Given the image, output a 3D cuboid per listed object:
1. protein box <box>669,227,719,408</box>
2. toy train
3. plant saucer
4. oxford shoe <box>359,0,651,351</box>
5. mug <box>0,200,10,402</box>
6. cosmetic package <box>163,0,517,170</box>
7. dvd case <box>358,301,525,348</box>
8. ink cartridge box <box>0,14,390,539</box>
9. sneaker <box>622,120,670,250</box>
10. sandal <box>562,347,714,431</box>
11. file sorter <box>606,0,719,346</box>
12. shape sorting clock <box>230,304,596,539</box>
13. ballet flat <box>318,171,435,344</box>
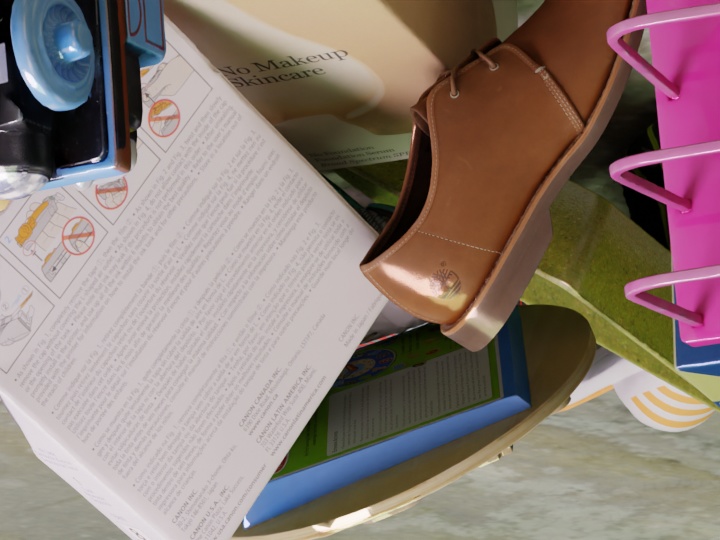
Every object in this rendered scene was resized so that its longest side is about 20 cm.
[{"bbox_3d":[0.240,-0.046,1.251,0.198,0.201,0.135,-10,156,24],"label":"protein box"},{"bbox_3d":[-0.118,-0.119,1.094,0.086,0.201,0.114,-12,166,26],"label":"toy train"},{"bbox_3d":[0.087,-0.014,1.433,0.199,0.048,0.200,30,178,39],"label":"plant saucer"},{"bbox_3d":[0.063,-0.071,1.233,0.071,0.200,0.071,28,173,-11],"label":"oxford shoe"},{"bbox_3d":[-0.077,0.012,1.302,0.153,0.149,0.187,-41,168,-16],"label":"mug"},{"bbox_3d":[-0.017,-0.116,1.256,0.105,0.071,0.200,-9,156,25],"label":"cosmetic package"},{"bbox_3d":[0.016,0.026,1.617,0.200,0.022,0.146,7,164,-43],"label":"dvd case"},{"bbox_3d":[-0.091,-0.001,1.202,0.200,0.161,0.050,44,160,-28],"label":"ink cartridge box"},{"bbox_3d":[0.175,-0.032,1.488,0.076,0.076,0.200,-28,161,-19],"label":"sneaker"},{"bbox_3d":[0.173,0.057,1.659,0.079,0.059,0.207,-37,-179,-27],"label":"sandal"},{"bbox_3d":[0.163,-0.086,1.126,0.139,0.201,0.125,-9,169,21],"label":"file sorter"},{"bbox_3d":[0.014,0.070,1.350,0.199,0.039,0.200,-20,-163,6],"label":"shape sorting clock"},{"bbox_3d":[0.000,0.000,1.424,0.072,0.072,0.200,13,-173,-27],"label":"ballet flat"}]
